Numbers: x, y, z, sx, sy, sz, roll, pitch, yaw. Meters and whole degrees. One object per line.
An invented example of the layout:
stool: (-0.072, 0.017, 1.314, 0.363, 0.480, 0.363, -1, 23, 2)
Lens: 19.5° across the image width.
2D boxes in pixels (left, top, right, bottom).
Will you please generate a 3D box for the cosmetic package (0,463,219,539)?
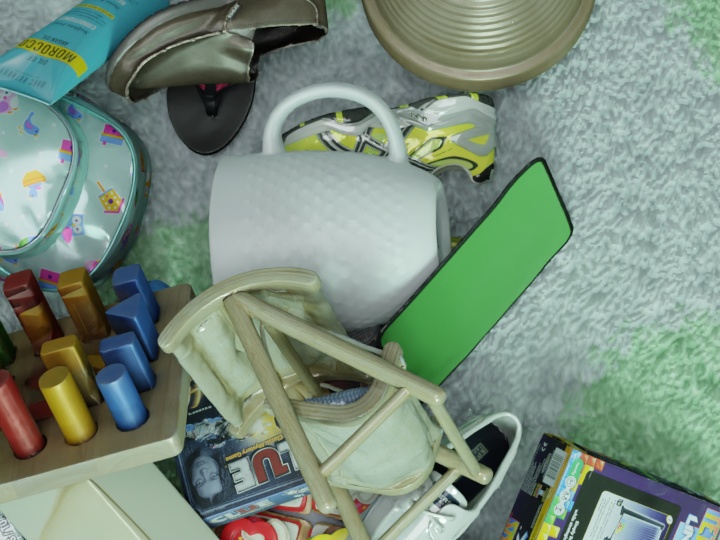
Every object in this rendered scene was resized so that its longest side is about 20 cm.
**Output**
cosmetic package: (-0.192, 0.213, 1.681, 0.103, 0.073, 0.200, -30, 108, 35)

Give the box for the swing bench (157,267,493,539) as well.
swing bench: (-0.025, 0.105, 1.589, 0.130, 0.199, 0.200, -43, 64, -7)

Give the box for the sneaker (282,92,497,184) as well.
sneaker: (0.017, -0.095, 1.739, 0.198, 0.075, 0.077, -10, 86, 6)

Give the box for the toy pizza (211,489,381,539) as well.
toy pizza: (-0.044, 0.204, 1.732, 0.199, 0.032, 0.202, -4, 74, 15)

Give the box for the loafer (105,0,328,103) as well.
loafer: (-0.113, -0.185, 1.708, 0.199, 0.073, 0.071, -27, 72, -3)

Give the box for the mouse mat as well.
mouse mat: (0.094, 0.011, 1.680, 0.008, 0.161, 0.200, 37, 82, 26)

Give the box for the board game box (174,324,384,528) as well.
board game box: (-0.059, 0.118, 1.726, 0.199, 0.035, 0.136, -20, 69, 6)

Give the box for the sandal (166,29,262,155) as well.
sandal: (-0.112, -0.196, 1.767, 0.075, 0.045, 0.201, 21, 91, 5)

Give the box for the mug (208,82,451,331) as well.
mug: (-0.021, -0.049, 1.672, 0.174, 0.148, 0.202, -3, 93, 10)

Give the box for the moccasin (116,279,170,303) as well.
moccasin: (-0.216, 0.098, 1.762, 0.080, 0.068, 0.200, 42, 87, -9)

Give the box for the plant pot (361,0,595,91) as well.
plant pot: (0.096, -0.256, 1.704, 0.199, 0.093, 0.202, -1, 73, 3)

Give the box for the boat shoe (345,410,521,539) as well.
boat shoe: (0.057, 0.184, 1.680, 0.073, 0.065, 0.200, 39, 63, 1)

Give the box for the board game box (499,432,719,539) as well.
board game box: (0.186, 0.253, 1.692, 0.165, 0.057, 0.201, 23, 90, -26)

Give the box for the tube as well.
tube: (-0.229, -0.186, 1.709, 0.077, 0.200, 0.051, 13, 126, 25)

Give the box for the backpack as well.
backpack: (-0.276, -0.073, 1.731, 0.199, 0.153, 0.177, 21, 86, -2)

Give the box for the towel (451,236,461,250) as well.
towel: (0.000, 0.000, 1.767, 0.198, 0.018, 0.087, 10, 91, 5)

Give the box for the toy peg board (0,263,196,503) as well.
toy peg board: (-0.240, 0.068, 1.619, 0.198, 0.201, 0.098, -16, 124, 10)

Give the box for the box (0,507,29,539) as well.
box: (-0.324, 0.222, 1.734, 0.114, 0.132, 0.201, -30, 86, 3)
